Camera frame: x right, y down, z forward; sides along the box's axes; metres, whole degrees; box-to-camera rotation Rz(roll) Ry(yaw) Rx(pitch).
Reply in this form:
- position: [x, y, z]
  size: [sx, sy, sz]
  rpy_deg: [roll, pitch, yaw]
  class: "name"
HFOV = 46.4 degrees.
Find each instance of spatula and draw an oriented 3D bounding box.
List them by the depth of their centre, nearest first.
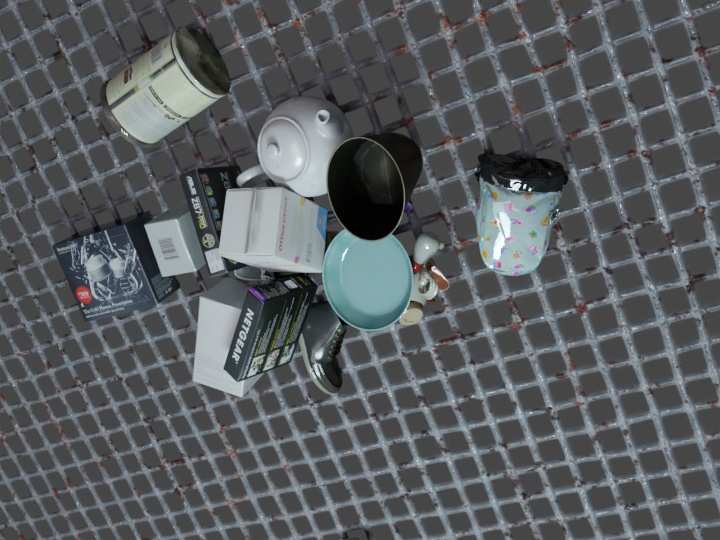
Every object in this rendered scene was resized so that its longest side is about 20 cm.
- position: [0.004, -0.112, 1.615]
  size: [0.199, 0.056, 0.021]
  rpy_deg: [-2, 76, 27]
  class: "spatula"

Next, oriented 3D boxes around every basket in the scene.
- position: [0.035, -0.170, 1.489]
  size: [0.135, 0.200, 0.181]
  rpy_deg: [-5, 110, 19]
  class: "basket"

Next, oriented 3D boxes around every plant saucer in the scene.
- position: [0.019, 0.011, 1.572]
  size: [0.199, 0.036, 0.201]
  rpy_deg: [4, 98, 32]
  class: "plant saucer"

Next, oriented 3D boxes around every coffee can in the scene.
- position: [-0.366, -0.343, 1.582]
  size: [0.199, 0.146, 0.147]
  rpy_deg: [-27, 101, 25]
  class: "coffee can"

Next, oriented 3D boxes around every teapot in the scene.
- position: [-0.119, -0.220, 1.528]
  size: [0.197, 0.146, 0.201]
  rpy_deg: [24, 116, 30]
  class: "teapot"

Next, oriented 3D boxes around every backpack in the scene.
- position: [0.270, -0.095, 1.484]
  size: [0.166, 0.127, 0.201]
  rpy_deg: [10, 117, 11]
  class: "backpack"

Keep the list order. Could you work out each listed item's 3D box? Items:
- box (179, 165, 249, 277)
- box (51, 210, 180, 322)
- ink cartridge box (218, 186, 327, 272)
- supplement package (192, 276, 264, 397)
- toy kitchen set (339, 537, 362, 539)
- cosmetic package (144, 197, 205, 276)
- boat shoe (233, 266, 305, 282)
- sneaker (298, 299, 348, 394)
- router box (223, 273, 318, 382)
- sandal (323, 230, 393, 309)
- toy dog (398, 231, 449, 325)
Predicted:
- position: [-0.260, -0.098, 1.616]
  size: [0.049, 0.161, 0.201]
  rpy_deg: [-16, 92, 22]
  class: "box"
- position: [-0.518, -0.007, 1.789]
  size: [0.199, 0.104, 0.183]
  rpy_deg: [-14, 105, 22]
  class: "box"
- position: [-0.166, -0.075, 1.565]
  size: [0.125, 0.200, 0.129]
  rpy_deg: [1, 80, 28]
  class: "ink cartridge box"
- position: [-0.263, 0.136, 1.752]
  size: [0.121, 0.120, 0.201]
  rpy_deg: [17, 115, 13]
  class: "supplement package"
- position: [0.024, 0.714, 1.926]
  size: [0.163, 0.180, 0.201]
  rpy_deg: [-20, 67, 60]
  class: "toy kitchen set"
- position: [-0.326, -0.077, 1.645]
  size: [0.081, 0.200, 0.113]
  rpy_deg: [-8, 110, 22]
  class: "cosmetic package"
- position: [-0.177, -0.011, 1.698]
  size: [0.199, 0.062, 0.073]
  rpy_deg: [-7, 109, 21]
  class: "boat shoe"
- position: [-0.060, 0.157, 1.718]
  size: [0.106, 0.075, 0.201]
  rpy_deg: [-16, 104, 26]
  class: "sneaker"
- position: [-0.175, 0.111, 1.639]
  size: [0.051, 0.149, 0.201]
  rpy_deg: [39, 124, 28]
  class: "router box"
- position: [0.000, 0.000, 1.639]
  size: [0.200, 0.054, 0.081]
  rpy_deg: [41, 120, 23]
  class: "sandal"
- position: [0.122, 0.017, 1.590]
  size: [0.200, 0.096, 0.132]
  rpy_deg: [-48, 50, 55]
  class: "toy dog"
